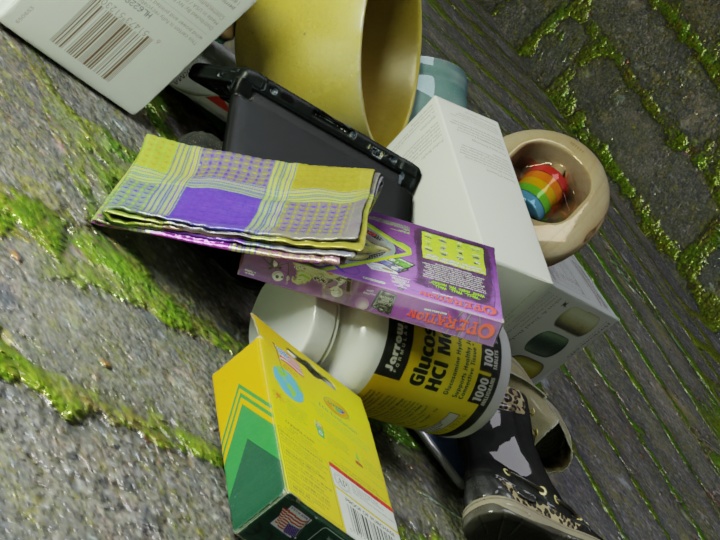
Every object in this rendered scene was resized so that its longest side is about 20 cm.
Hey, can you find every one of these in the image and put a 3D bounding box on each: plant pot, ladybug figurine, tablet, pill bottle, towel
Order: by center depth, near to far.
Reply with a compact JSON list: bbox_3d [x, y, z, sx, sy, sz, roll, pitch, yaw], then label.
[{"bbox_3d":[-0.085,-0.056,1.162,0.199,0.023,0.144,9,30,7],"label":"towel"},{"bbox_3d":[0.015,0.062,1.237,0.200,0.113,0.113,18,32,-37],"label":"pill bottle"},{"bbox_3d":[0.050,0.113,1.434,0.200,0.014,0.130,52,16,12],"label":"tablet"},{"bbox_3d":[-0.036,-0.216,1.468,0.200,0.141,0.201,6,90,-74],"label":"plant pot"},{"bbox_3d":[0.163,-0.061,1.512,0.136,0.072,0.200,41,47,11],"label":"ladybug figurine"},{"bbox_3d":[0.023,-0.126,1.633,0.200,0.200,0.135,19,60,-61],"label":"plant pot"}]

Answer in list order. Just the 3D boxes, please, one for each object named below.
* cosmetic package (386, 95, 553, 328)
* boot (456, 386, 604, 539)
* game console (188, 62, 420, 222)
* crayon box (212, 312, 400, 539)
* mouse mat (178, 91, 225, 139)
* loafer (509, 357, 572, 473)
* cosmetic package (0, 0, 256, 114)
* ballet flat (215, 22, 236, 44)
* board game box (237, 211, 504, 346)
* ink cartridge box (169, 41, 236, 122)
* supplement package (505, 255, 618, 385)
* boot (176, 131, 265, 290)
[{"bbox_3d":[0.085,-0.043,1.386,0.085,0.108,0.200,18,43,-35],"label":"cosmetic package"},{"bbox_3d":[0.151,0.192,1.383,0.200,0.073,0.151,28,37,-38],"label":"boot"},{"bbox_3d":[-0.057,-0.082,1.342,0.200,0.117,0.176,28,-5,-31],"label":"game console"},{"bbox_3d":[-0.038,0.132,1.074,0.127,0.051,0.200,41,18,-30],"label":"crayon box"},{"bbox_3d":[-0.175,-0.205,1.560,0.200,0.008,0.161,45,16,-14],"label":"mouse mat"},{"bbox_3d":[0.156,0.142,1.537,0.200,0.076,0.068,35,10,-44],"label":"loafer"},{"bbox_3d":[-0.216,-0.280,1.326,0.167,0.166,0.200,34,21,-45],"label":"cosmetic package"},{"bbox_3d":[-0.153,-0.271,1.504,0.069,0.063,0.200,33,6,-27],"label":"ballet flat"},{"bbox_3d":[0.009,-0.008,1.186,0.199,0.032,0.120,17,24,-7],"label":"board game box"},{"bbox_3d":[-0.113,-0.142,1.487,0.162,0.057,0.200,32,26,-50],"label":"ink cartridge box"},{"bbox_3d":[0.145,0.022,1.646,0.151,0.152,0.200,58,17,26],"label":"supplement package"},{"bbox_3d":[-0.083,-0.023,1.306,0.200,0.070,0.132,29,26,-26],"label":"boot"}]
